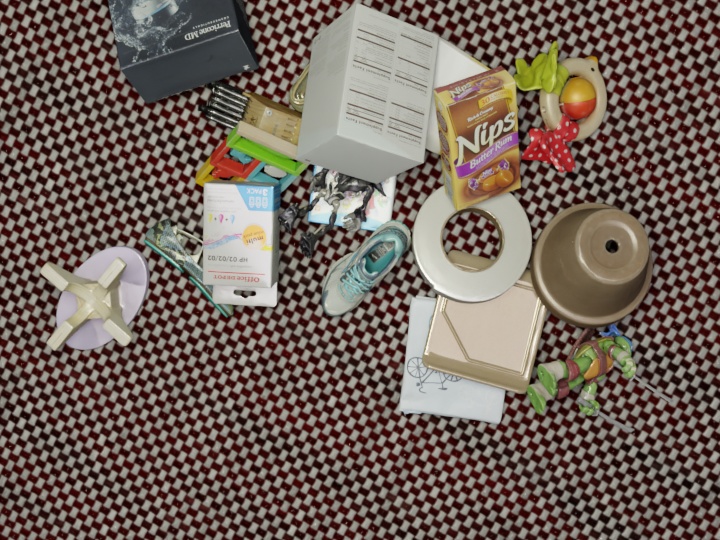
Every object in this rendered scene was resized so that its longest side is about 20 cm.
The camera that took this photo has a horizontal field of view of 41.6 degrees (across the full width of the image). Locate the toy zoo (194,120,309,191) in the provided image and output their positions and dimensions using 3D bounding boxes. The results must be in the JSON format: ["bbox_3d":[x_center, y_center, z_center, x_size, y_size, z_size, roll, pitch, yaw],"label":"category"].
[{"bbox_3d":[-0.180,-0.157,1.522,0.130,0.199,0.021,22,56,-26],"label":"toy zoo"}]

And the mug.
[{"bbox_3d":[0.149,-0.262,1.506,0.185,0.149,0.155,33,105,5],"label":"mug"}]

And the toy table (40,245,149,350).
[{"bbox_3d":[-0.442,0.053,1.581,0.182,0.117,0.202,29,96,-1],"label":"toy table"}]

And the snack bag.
[{"bbox_3d":[0.166,0.154,1.606,0.185,0.021,0.204,7,94,1],"label":"snack bag"}]

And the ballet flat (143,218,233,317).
[{"bbox_3d":[-0.273,-0.010,1.592,0.200,0.074,0.074,43,97,-6],"label":"ballet flat"}]

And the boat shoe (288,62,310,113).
[{"bbox_3d":[-0.040,-0.340,1.535,0.200,0.063,0.073,-44,91,-3],"label":"boat shoe"}]

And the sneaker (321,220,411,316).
[{"bbox_3d":[0.000,0.000,1.561,0.077,0.086,0.200,40,106,-4],"label":"sneaker"}]

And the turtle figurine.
[{"bbox_3d":[0.381,0.190,1.525,0.191,0.144,0.204,-14,90,-18],"label":"turtle figurine"}]

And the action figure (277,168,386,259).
[{"bbox_3d":[-0.040,-0.118,1.535,0.200,0.102,0.119,-42,85,-20],"label":"action figure"}]

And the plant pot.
[{"bbox_3d":[0.375,-0.021,1.479,0.196,0.175,0.205,0,79,0],"label":"plant pot"}]

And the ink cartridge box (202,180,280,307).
[{"bbox_3d":[-0.189,-0.038,1.510,0.113,0.068,0.204,3,100,4],"label":"ink cartridge box"}]

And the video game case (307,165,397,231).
[{"bbox_3d":[-0.008,-0.173,1.582,0.140,0.018,0.204,8,97,1],"label":"video game case"}]

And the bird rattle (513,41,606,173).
[{"bbox_3d":[0.331,-0.262,1.509,0.161,0.112,0.204,-19,96,-23],"label":"bird rattle"}]

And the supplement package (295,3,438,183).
[{"bbox_3d":[0.010,-0.261,1.434,0.148,0.151,0.204,14,77,-26],"label":"supplement package"}]

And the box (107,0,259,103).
[{"bbox_3d":[-0.282,-0.399,1.487,0.193,0.118,0.203,-17,71,4],"label":"box"}]

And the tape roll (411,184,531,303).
[{"bbox_3d":[0.181,-0.048,1.553,0.198,0.037,0.207,0,82,-1],"label":"tape roll"}]

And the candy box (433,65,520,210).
[{"bbox_3d":[0.182,-0.201,1.462,0.115,0.057,0.202,-20,132,-8],"label":"candy box"}]

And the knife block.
[{"bbox_3d":[-0.163,-0.251,1.560,0.197,0.175,0.065,13,108,-37],"label":"knife block"}]

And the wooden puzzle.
[{"bbox_3d":[0.210,0.084,1.574,0.181,0.037,0.204,15,84,2],"label":"wooden puzzle"}]
